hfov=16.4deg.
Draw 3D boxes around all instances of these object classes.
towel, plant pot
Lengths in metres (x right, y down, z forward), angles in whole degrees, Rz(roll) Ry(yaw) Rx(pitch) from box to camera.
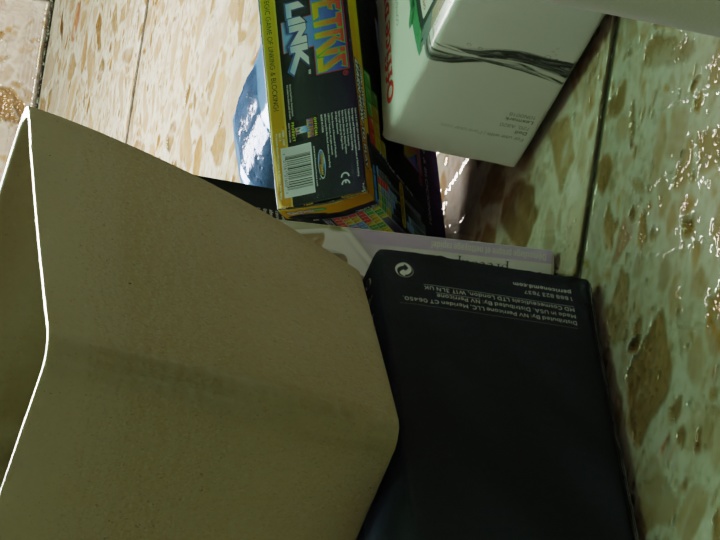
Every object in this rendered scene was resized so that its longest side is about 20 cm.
[{"bbox_3d":[-0.050,-0.145,1.821,0.112,0.048,0.200,-99,25,-46],"label":"towel"},{"bbox_3d":[-0.093,0.071,1.170,0.200,0.177,0.200,-106,32,-54],"label":"plant pot"}]

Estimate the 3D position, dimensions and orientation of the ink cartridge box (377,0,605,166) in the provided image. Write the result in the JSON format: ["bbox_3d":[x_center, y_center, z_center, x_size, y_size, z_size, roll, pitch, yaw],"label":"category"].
[{"bbox_3d":[0.077,-0.173,1.331,0.200,0.084,0.146,119,156,-49],"label":"ink cartridge box"}]

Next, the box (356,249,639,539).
[{"bbox_3d":[0.039,0.132,1.226,0.200,0.123,0.199,114,157,-43],"label":"box"}]

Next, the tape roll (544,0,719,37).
[{"bbox_3d":[0.117,-0.205,1.034,0.203,0.139,0.203,-170,90,-74],"label":"tape roll"}]

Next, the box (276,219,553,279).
[{"bbox_3d":[0.000,0.000,1.288,0.041,0.200,0.039,162,113,-73],"label":"box"}]

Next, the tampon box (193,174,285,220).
[{"bbox_3d":[-0.080,0.039,1.545,0.150,0.200,0.126,117,157,-43],"label":"tampon box"}]

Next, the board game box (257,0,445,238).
[{"bbox_3d":[-0.005,-0.105,1.433,0.165,0.057,0.200,40,-139,-65],"label":"board game box"}]
